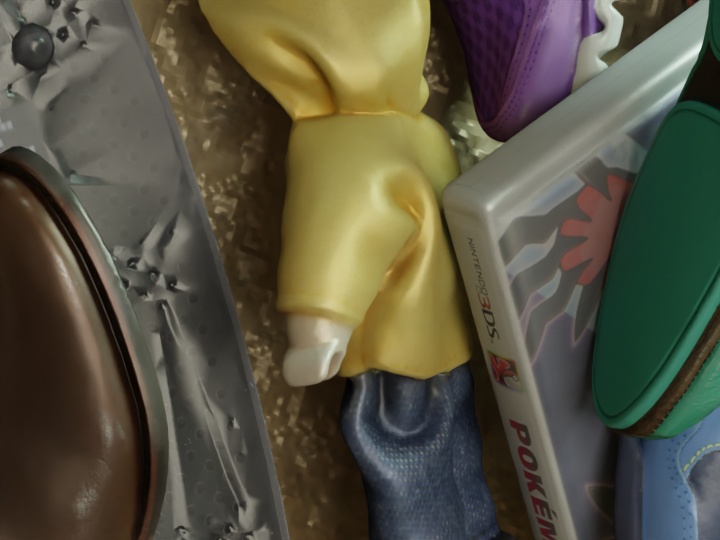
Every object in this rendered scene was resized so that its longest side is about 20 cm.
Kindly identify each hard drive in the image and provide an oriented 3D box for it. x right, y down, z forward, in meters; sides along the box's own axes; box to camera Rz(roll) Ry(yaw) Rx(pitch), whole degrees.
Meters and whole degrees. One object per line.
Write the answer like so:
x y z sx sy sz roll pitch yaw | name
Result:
-0.102 0.020 0.801 0.134 0.042 0.201 -21 101 -24 | hard drive

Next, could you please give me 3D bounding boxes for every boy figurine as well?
0.000 0.000 0.819 0.064 0.124 0.201 -9 99 19 | boy figurine

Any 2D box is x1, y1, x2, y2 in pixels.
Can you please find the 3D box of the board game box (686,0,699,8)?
0.142 -0.156 0.921 0.134 0.034 0.201 -30 103 -22 | board game box

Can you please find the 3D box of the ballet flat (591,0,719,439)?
0.118 -0.043 0.776 0.070 0.067 0.201 5 109 -22 | ballet flat

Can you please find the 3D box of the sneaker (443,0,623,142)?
0.021 -0.133 0.844 0.088 0.080 0.202 -8 89 -20 | sneaker

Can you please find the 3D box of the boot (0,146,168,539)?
-0.143 0.080 0.705 0.199 0.064 0.188 -16 108 -33 | boot

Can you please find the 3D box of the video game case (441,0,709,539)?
0.119 0.004 0.873 0.200 0.023 0.183 -36 126 -28 | video game case

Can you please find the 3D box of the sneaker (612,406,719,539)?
0.140 0.018 0.826 0.074 0.082 0.201 34 82 -46 | sneaker
